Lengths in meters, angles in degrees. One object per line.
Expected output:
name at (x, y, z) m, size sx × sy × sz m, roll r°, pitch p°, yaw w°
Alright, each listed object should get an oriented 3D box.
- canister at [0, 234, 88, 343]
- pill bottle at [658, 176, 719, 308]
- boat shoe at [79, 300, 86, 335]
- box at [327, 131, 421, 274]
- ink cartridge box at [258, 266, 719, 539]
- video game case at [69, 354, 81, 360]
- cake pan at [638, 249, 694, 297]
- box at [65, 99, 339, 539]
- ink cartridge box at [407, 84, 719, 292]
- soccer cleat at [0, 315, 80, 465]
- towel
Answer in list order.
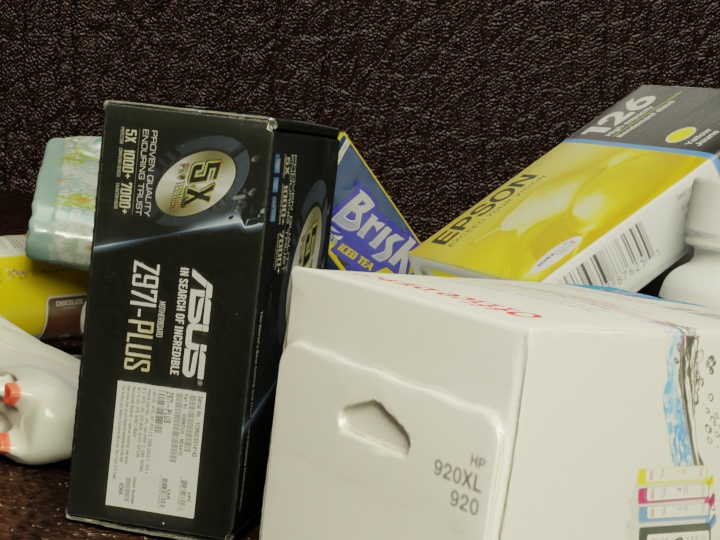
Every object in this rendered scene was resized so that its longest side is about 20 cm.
canister at (-0.227, 0.013, 1.089) m, size 0.199 × 0.088 × 0.148 m, roll -6°, pitch -1°, yaw -43°
pill bottle at (0.198, 0.060, 0.732) m, size 0.113 × 0.203 × 0.114 m, roll 7°, pitch 5°, yaw -1°
boat shoe at (-0.085, 0.052, 0.972) m, size 0.197 × 0.072 × 0.070 m, roll 5°, pitch -20°, yaw -2°
box at (0.000, 0.000, 0.984) m, size 0.064 × 0.070 × 0.200 m, roll 3°, pitch -37°, yaw 40°
ink cartridge box at (0.079, 0.083, 0.603) m, size 0.198 × 0.147 × 0.147 m, roll 4°, pitch 6°, yaw -37°
video game case at (-0.079, 0.085, 1.047) m, size 0.181 × 0.022 × 0.199 m, roll 12°, pitch 7°, yaw 41°
cake pan at (0.214, -0.014, 0.881) m, size 0.198 × 0.037 × 0.201 m, roll -6°, pitch 29°, yaw 3°
box at (-0.075, 0.020, 0.757) m, size 0.085 × 0.203 × 0.164 m, roll 7°, pitch 4°, yaw 9°
ink cartridge box at (0.128, -0.043, 0.851) m, size 0.197 × 0.047 × 0.199 m, roll -36°, pitch 24°, yaw -19°
soccer cleat at (-0.202, 0.066, 0.857) m, size 0.077 × 0.070 × 0.199 m, roll 10°, pitch 10°, yaw -37°
towel at (-0.144, -0.045, 1.044) m, size 0.169 × 0.049 × 0.200 m, roll 6°, pitch 22°, yaw -9°
